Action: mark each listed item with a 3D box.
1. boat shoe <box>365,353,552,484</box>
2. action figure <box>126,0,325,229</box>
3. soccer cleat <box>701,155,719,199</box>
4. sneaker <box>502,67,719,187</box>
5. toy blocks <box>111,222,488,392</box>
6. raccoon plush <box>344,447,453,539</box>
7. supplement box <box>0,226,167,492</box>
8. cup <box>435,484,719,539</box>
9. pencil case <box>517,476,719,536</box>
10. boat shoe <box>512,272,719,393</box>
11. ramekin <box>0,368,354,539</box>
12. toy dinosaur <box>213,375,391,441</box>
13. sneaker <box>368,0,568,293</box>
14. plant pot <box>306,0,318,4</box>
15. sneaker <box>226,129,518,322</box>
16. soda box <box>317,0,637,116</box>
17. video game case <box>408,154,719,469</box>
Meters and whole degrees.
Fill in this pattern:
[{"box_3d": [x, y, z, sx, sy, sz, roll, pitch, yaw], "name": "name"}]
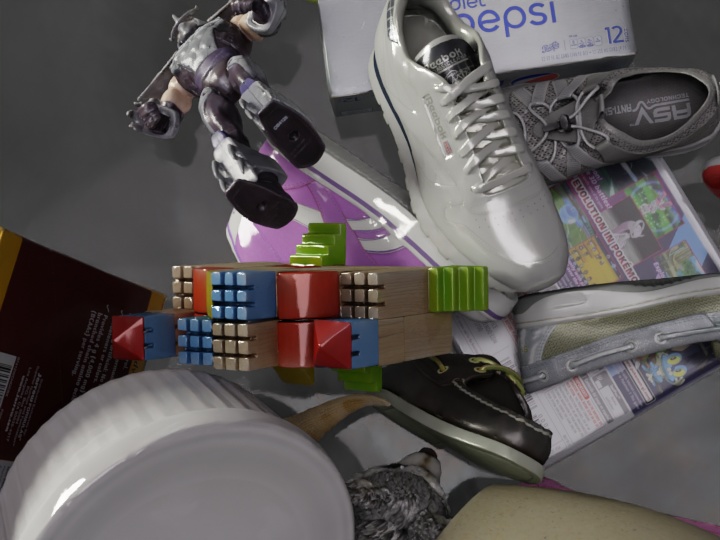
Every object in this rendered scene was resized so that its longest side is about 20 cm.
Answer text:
[{"box_3d": [0.061, 0.076, 0.886, 0.072, 0.201, 0.061, 34, 83, -20], "name": "boat shoe"}, {"box_3d": [-0.084, -0.117, 0.943, 0.130, 0.069, 0.200, -52, 41, 16], "name": "action figure"}, {"box_3d": [0.318, -0.063, 0.960, 0.199, 0.069, 0.086, 8, 75, 0], "name": "soccer cleat"}, {"box_3d": [0.133, -0.096, 0.938, 0.199, 0.082, 0.075, -16, 82, 0], "name": "sneaker"}, {"box_3d": [-0.047, 0.025, 0.849, 0.199, 0.136, 0.101, 2, 94, 35], "name": "toy blocks"}, {"box_3d": [0.012, 0.205, 0.899, 0.096, 0.134, 0.201, 6, 83, 2], "name": "raccoon plush"}, {"box_3d": [-0.239, 0.074, 0.880, 0.132, 0.200, 0.198, 14, 83, 21], "name": "supplement box"}, {"box_3d": [0.102, 0.199, 0.813, 0.143, 0.200, 0.201, 33, 85, 21], "name": "cup"}, {"box_3d": [0.187, 0.186, 0.923, 0.199, 0.083, 0.087, 11, 78, 4], "name": "pencil case"}, {"box_3d": [0.196, 0.037, 0.925, 0.201, 0.074, 0.065, -5, 88, 6], "name": "boat shoe"}, {"box_3d": [-0.110, 0.147, 0.833, 0.202, 0.203, 0.094, -41, 39, -3], "name": "ramekin"}, {"box_3d": [-0.066, 0.113, 0.949, 0.101, 0.058, 0.200, 47, 110, 7], "name": "toy dinosaur"}, {"box_3d": [0.062, -0.079, 0.873, 0.076, 0.081, 0.201, -22, 69, -19], "name": "sneaker"}, {"box_3d": [-0.008, -0.290, 0.934, 0.199, 0.190, 0.201, 0, 82, 2], "name": "plant pot"}, {"box_3d": [0.000, 0.000, 0.948, 0.200, 0.073, 0.115, 36, 101, 26], "name": "sneaker"}, {"box_3d": [0.075, -0.152, 0.977, 0.199, 0.063, 0.069, -9, 84, 1], "name": "soda box"}, {"box_3d": [0.137, 0.003, 0.977, 0.182, 0.023, 0.201, -29, 82, -1], "name": "video game case"}]
